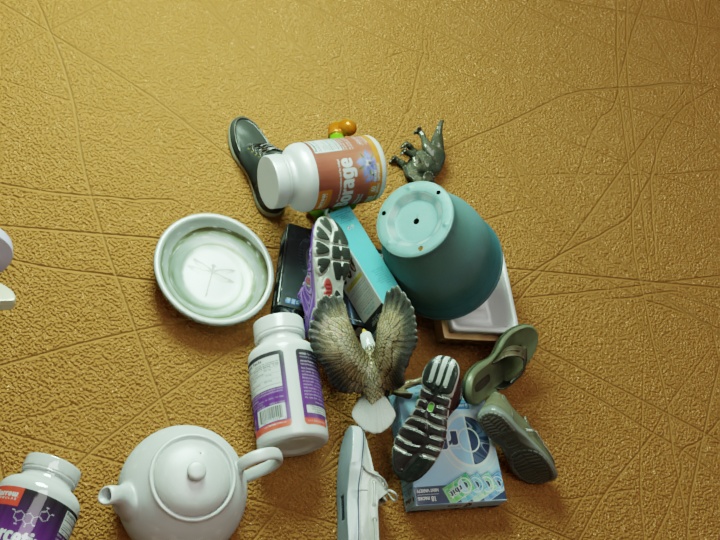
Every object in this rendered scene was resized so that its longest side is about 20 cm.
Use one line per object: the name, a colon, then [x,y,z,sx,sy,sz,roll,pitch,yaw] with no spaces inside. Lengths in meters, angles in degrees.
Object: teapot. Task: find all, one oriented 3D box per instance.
teapot: [-0.234,0.295,1.259,0.196,0.146,0.201,33,53,-4]

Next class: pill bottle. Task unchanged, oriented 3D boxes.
pill bottle: [-0.064,-0.157,1.501,0.197,0.112,0.114,-12,67,-29]
pill bottle: [-0.430,0.341,1.162,0.111,0.113,0.203,22,55,-11]
pill bottle: [-0.115,0.174,1.405,0.109,0.112,0.203,2,61,-23]

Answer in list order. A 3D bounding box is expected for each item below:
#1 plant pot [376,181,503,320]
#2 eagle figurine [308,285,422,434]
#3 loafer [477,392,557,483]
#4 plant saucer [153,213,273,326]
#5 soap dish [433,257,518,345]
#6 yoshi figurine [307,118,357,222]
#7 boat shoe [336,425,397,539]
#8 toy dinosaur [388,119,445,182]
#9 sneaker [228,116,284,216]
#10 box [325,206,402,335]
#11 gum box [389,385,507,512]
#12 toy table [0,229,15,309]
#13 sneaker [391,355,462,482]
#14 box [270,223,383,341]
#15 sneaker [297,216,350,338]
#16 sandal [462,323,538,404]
plant pot: [0.120,-0.045,1.515,0.197,0.188,0.204,-9,64,20]
eagle figurine: [0.014,0.132,1.417,0.151,0.202,0.150,-39,50,-22]
loafer: [0.268,0.277,1.518,0.201,0.074,0.070,52,36,-25]
plant saucer: [-0.241,0.005,1.482,0.197,0.050,0.203,11,57,-18]
soap dish: [0.194,0.041,1.644,0.155,0.081,0.203,4,60,-23]
yoshi figurine: [-0.032,-0.172,1.650,0.111,0.112,0.203,26,57,-17]
boat shoe: [0.013,0.341,1.391,0.085,0.075,0.205,9,61,-19]
toy dinosaur: [0.123,-0.213,1.776,0.102,0.077,0.201,43,48,-11]
sneaker: [-0.167,-0.207,1.604,0.074,0.106,0.202,-15,69,-30]
box: [0.000,0.000,1.522,0.049,0.082,0.202,-22,74,-33]
gum box: [0.139,0.287,1.499,0.167,0.045,0.203,3,61,-24]
toy table: [-0.582,0.009,1.260,0.196,0.186,0.118,-9,48,-19]
sneaker: [0.119,0.240,1.448,0.075,0.115,0.203,22,85,23]
box: [-0.047,0.021,1.567,0.197,0.044,0.163,16,57,-16]
sneaker: [-0.071,0.015,1.468,0.080,0.083,0.204,11,79,-45]
sandal: [0.247,0.166,1.547,0.200,0.057,0.081,-38,117,-36]
